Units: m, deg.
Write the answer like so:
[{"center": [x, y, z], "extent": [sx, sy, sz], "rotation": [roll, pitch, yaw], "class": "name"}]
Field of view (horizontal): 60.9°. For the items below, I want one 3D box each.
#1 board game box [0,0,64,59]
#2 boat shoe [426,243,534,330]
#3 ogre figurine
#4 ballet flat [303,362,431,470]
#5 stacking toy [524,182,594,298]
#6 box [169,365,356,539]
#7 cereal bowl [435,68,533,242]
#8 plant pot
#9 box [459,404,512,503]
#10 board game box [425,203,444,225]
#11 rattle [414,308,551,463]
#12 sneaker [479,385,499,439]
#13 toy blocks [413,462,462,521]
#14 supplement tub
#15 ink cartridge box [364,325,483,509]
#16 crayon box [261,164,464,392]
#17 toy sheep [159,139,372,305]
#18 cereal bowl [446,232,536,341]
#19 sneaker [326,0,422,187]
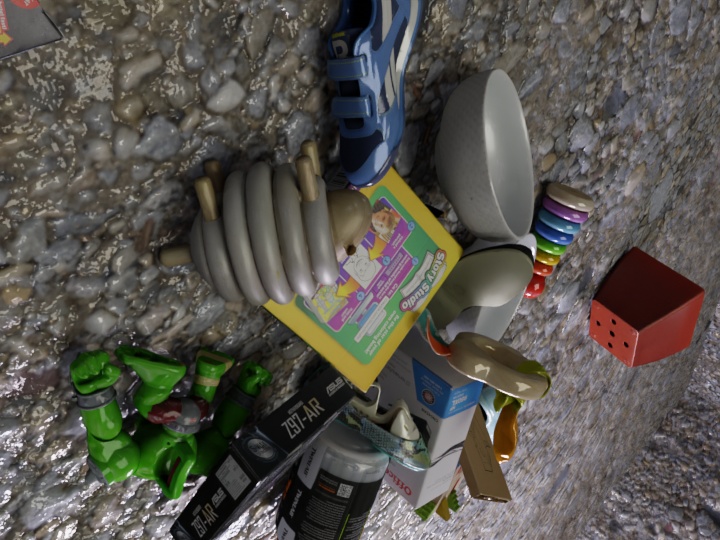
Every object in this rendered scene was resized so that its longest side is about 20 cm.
[{"center": [-0.265, -0.170, 0.305], "extent": [0.197, 0.061, 0.205], "rotation": [-22, 129, -40], "class": "board game box"}, {"center": [0.137, 0.012, 0.756], "extent": [0.063, 0.074, 0.201], "rotation": [-48, -173, -38], "class": "boat shoe"}, {"center": [-0.181, 0.139, 0.578], "extent": [0.199, 0.096, 0.123], "rotation": [12, 95, -66], "class": "ogre figurine"}, {"center": [0.021, 0.182, 0.778], "extent": [0.197, 0.074, 0.075], "rotation": [31, 91, -10], "class": "ballet flat"}, {"center": [0.326, -0.043, 1.061], "extent": [0.084, 0.085, 0.204], "rotation": [-7, 122, -46], "class": "stacking toy"}, {"center": [-0.105, 0.206, 0.656], "extent": [0.159, 0.044, 0.201], "rotation": [-32, 163, -50], "class": "box"}, {"center": [0.146, -0.132, 0.744], "extent": [0.199, 0.081, 0.206], "rotation": [18, 68, -57], "class": "cereal bowl"}, {"center": [0.658, 0.107, 1.458], "extent": [0.174, 0.200, 0.203], "rotation": [-31, 135, -16], "class": "plant pot"}, {"center": [0.190, 0.285, 1.038], "extent": [0.021, 0.204, 0.163], "rotation": [-27, 148, 20], "class": "box"}, {"center": [0.037, 0.023, 0.802], "extent": [0.199, 0.034, 0.138], "rotation": [-37, 137, -28], "class": "board game box"}, {"center": [0.125, 0.142, 0.751], "extent": [0.196, 0.131, 0.144], "rotation": [14, 122, -33], "class": "rattle"}, {"center": [0.248, 0.288, 1.210], "extent": [0.080, 0.075, 0.203], "rotation": [-13, 134, -7], "class": "sneaker"}, {"center": [0.162, 0.348, 1.103], "extent": [0.139, 0.099, 0.199], "rotation": [-63, 156, 10], "class": "toy blocks"}, {"center": [-0.043, 0.304, 0.824], "extent": [0.121, 0.121, 0.205], "rotation": [4, 111, -49], "class": "supplement tub"}, {"center": [0.077, 0.207, 0.880], "extent": [0.083, 0.143, 0.205], "rotation": [-10, 121, -43], "class": "ink cartridge box"}, {"center": [0.000, 0.000, 0.680], "extent": [0.172, 0.058, 0.202], "rotation": [43, 79, -30], "class": "crayon box"}, {"center": [-0.084, -0.035, 0.549], "extent": [0.194, 0.140, 0.140], "rotation": [-9, 133, 5], "class": "toy sheep"}, {"center": [0.184, 0.025, 0.920], "extent": [0.200, 0.082, 0.204], "rotation": [-41, 145, -38], "class": "cereal bowl"}, {"center": [0.001, -0.184, 0.585], "extent": [0.081, 0.073, 0.206], "rotation": [1, 97, -46], "class": "sneaker"}]
